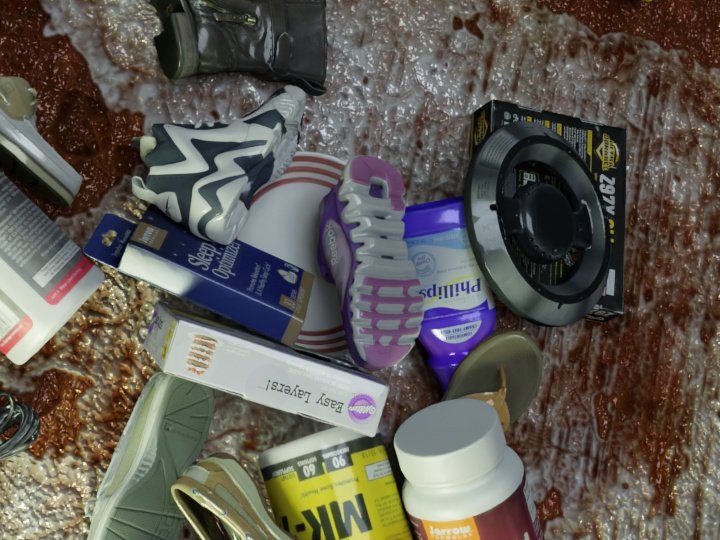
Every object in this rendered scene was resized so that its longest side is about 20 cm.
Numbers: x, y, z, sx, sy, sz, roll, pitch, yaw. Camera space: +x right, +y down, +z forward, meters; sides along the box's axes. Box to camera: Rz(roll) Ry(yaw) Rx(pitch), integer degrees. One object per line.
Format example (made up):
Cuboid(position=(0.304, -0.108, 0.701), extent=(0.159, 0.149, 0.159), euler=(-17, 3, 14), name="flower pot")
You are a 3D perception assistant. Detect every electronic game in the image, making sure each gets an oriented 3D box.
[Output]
Cuboid(position=(0.172, -0.045, 1.652), extent=(0.199, 0.042, 0.201), euler=(14, 70, -40), name="electronic game")

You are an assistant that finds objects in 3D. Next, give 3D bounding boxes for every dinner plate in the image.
Cuboid(position=(-0.048, -0.014, 1.636), extent=(0.199, 0.024, 0.201), euler=(6, 74, -22), name="dinner plate")

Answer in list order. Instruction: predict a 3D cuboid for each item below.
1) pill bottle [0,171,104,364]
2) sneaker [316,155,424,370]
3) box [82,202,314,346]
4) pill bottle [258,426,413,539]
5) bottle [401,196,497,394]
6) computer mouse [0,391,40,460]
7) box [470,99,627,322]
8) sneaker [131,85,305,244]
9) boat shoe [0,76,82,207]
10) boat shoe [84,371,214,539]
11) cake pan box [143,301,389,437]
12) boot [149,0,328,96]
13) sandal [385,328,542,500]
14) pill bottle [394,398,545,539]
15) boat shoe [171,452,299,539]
Cuboid(position=(-0.325, -0.025, 1.475), extent=(0.200, 0.111, 0.111), euler=(45, 65, -7), name="pill bottle")
Cuboid(position=(0.000, 0.000, 1.589), extent=(0.080, 0.088, 0.201), euler=(11, 64, -36), name="sneaker")
Cuboid(position=(-0.140, -0.005, 1.527), extent=(0.199, 0.121, 0.033), euler=(23, 109, -5), name="box")
Cuboid(position=(-0.011, 0.243, 1.536), extent=(0.114, 0.114, 0.201), euler=(-15, 82, -25), name="pill bottle")
Cuboid(position=(0.086, 0.034, 1.638), extent=(0.083, 0.065, 0.201), euler=(-10, 98, 3), name="bottle")
Cuboid(position=(-0.379, 0.100, 1.458), extent=(0.138, 0.053, 0.200), euler=(-40, 105, -25), name="computer mouse")
Cuboid(position=(0.187, -0.059, 1.733), extent=(0.159, 0.049, 0.201), euler=(10, 73, -23), name="box")
Cuboid(position=(-0.138, -0.116, 1.585), extent=(0.129, 0.080, 0.200), euler=(21, 55, 12), name="sneaker")
Cuboid(position=(-0.317, -0.142, 1.528), extent=(0.200, 0.075, 0.068), euler=(42, 71, -7), name="boat shoe")
Cuboid(position=(-0.191, 0.183, 1.511), extent=(0.074, 0.065, 0.203), euler=(28, 72, -34), name="boat shoe")
Cuboid(position=(-0.082, 0.085, 1.497), extent=(0.199, 0.184, 0.053), euler=(18, 92, -11), name="cake pan box")
Cuboid(position=(-0.115, -0.263, 1.657), extent=(0.173, 0.069, 0.201), euler=(-4, 82, -29), name="boot")
Cuboid(position=(0.098, 0.143, 1.599), extent=(0.200, 0.054, 0.080), euler=(-45, 110, 0), name="sandal")
Cuboid(position=(0.102, 0.224, 1.548), extent=(0.114, 0.114, 0.201), euler=(-30, 116, -26), name="pill bottle")
Cuboid(position=(-0.092, 0.252, 1.469), extent=(0.200, 0.072, 0.076), euler=(49, 36, 10), name="boat shoe")
